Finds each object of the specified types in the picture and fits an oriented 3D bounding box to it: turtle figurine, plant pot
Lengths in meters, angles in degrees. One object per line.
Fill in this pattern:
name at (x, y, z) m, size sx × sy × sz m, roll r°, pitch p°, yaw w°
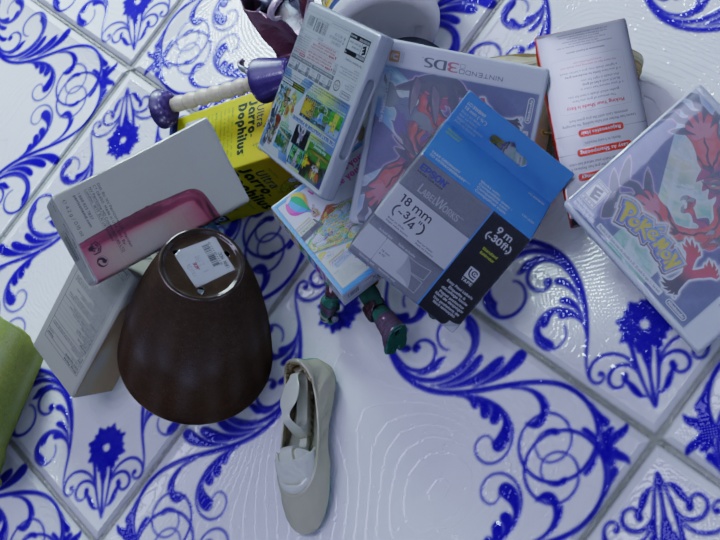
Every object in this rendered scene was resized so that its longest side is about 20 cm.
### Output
turtle figurine at (0.000, 0.000, 1.432) m, size 0.150 × 0.101 × 0.200 m, roll -50°, pitch 58°, yaw 2°
plant pot at (-0.512, 0.156, 1.623) m, size 0.199 × 0.201 × 0.185 m, roll 8°, pitch 60°, yaw 34°
plant pot at (-0.183, 0.045, 1.406) m, size 0.185 × 0.201 × 0.188 m, roll 5°, pitch 56°, yaw -7°

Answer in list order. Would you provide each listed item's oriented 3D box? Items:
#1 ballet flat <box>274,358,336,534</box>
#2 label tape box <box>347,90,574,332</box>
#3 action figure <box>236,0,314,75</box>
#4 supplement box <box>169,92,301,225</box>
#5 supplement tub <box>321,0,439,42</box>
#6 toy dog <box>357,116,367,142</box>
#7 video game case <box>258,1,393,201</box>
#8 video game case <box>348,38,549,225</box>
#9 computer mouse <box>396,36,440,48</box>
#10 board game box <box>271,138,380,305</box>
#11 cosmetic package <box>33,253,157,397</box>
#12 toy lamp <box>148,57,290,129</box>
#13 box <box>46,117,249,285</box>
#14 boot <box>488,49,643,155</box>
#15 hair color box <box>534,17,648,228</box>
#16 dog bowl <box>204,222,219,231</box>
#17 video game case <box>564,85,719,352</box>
ballet flat at (-0.069, 0.191, 1.396) m, size 0.069 × 0.069 × 0.202 m, roll -11°, pitch 62°, yaw 27°
label tape box at (0.102, -0.060, 1.283) m, size 0.144 × 0.063 × 0.200 m, roll 37°, pitch 112°, yaw -2°
action figure at (-0.072, -0.278, 1.559) m, size 0.134 × 0.201 × 0.149 m, roll -33°, pitch 30°, yaw -23°
supplement box at (-0.133, -0.147, 1.572) m, size 0.199 × 0.109 × 0.110 m, roll -15°, pitch 60°, yaw 25°
supplement tub at (0.016, -0.372, 1.570) m, size 0.144 × 0.144 × 0.201 m, roll -23°, pitch 57°, yaw 20°
toy dog at (0.046, -0.159, 1.477) m, size 0.200 × 0.096 × 0.132 m, roll 36°, pitch 89°, yaw 38°
video game case at (-0.043, -0.192, 1.380) m, size 0.200 × 0.022 × 0.183 m, roll 41°, pitch 113°, yaw 57°
video game case at (0.092, -0.131, 1.323) m, size 0.181 × 0.023 × 0.202 m, roll 12°, pitch 101°, yaw 9°
computer mouse at (0.052, -0.238, 1.460) m, size 0.140 × 0.199 × 0.046 m, roll 31°, pitch 126°, yaw 43°
board game box at (0.019, -0.075, 1.388) m, size 0.199 × 0.034 × 0.135 m, roll -37°, pitch 72°, yaw -9°
cosmetic package at (-0.323, 0.051, 1.563) m, size 0.105 × 0.071 × 0.201 m, roll 47°, pitch 119°, yaw 26°
toy lamp at (-0.167, -0.219, 1.525) m, size 0.199 × 0.058 × 0.059 m, roll -13°, pitch 61°, yaw 27°
box at (-0.246, -0.077, 1.431) m, size 0.199 × 0.110 × 0.128 m, roll -29°, pitch 6°, yaw -16°
boot at (0.219, -0.169, 1.394) m, size 0.198 × 0.073 × 0.157 m, roll -4°, pitch 72°, yaw 17°
hair color box at (0.251, -0.155, 1.320) m, size 0.101 × 0.061 × 0.202 m, roll -10°, pitch 80°, yaw 8°
dog bowl at (-0.259, -0.014, 1.601) m, size 0.199 × 0.049 × 0.112 m, roll -16°, pitch 81°, yaw 29°
video game case at (0.335, -0.053, 1.235) m, size 0.182 × 0.023 × 0.200 m, roll -41°, pitch 75°, yaw 4°
